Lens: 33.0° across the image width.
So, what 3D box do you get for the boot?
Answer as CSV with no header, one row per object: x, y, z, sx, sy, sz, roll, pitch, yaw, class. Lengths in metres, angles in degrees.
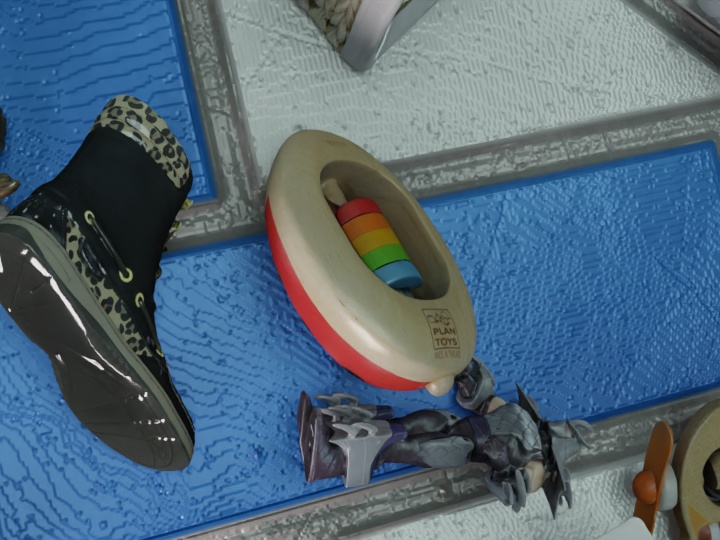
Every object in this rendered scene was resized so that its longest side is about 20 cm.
-0.137,0.009,0.761,0.205,0.072,0.155,62,36,-33,boot

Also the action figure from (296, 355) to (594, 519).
0.060,0.108,0.790,0.196,0.130,0.071,0,110,-11,action figure

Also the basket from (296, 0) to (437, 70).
0.019,-0.244,0.786,0.123,0.200,0.136,45,73,0,basket

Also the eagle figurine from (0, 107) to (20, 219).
-0.282,-0.095,0.732,0.151,0.151,0.201,4,41,-53,eagle figurine

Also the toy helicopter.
0.235,0.185,0.849,0.131,0.079,0.203,22,89,-18,toy helicopter

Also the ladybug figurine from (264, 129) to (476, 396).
0.000,0.000,0.783,0.135,0.072,0.202,3,49,-45,ladybug figurine

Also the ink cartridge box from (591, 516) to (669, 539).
0.186,0.261,0.802,0.116,0.067,0.202,-31,92,13,ink cartridge box

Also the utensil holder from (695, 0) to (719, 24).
0.375,-0.181,0.890,0.200,0.170,0.170,47,73,-6,utensil holder
